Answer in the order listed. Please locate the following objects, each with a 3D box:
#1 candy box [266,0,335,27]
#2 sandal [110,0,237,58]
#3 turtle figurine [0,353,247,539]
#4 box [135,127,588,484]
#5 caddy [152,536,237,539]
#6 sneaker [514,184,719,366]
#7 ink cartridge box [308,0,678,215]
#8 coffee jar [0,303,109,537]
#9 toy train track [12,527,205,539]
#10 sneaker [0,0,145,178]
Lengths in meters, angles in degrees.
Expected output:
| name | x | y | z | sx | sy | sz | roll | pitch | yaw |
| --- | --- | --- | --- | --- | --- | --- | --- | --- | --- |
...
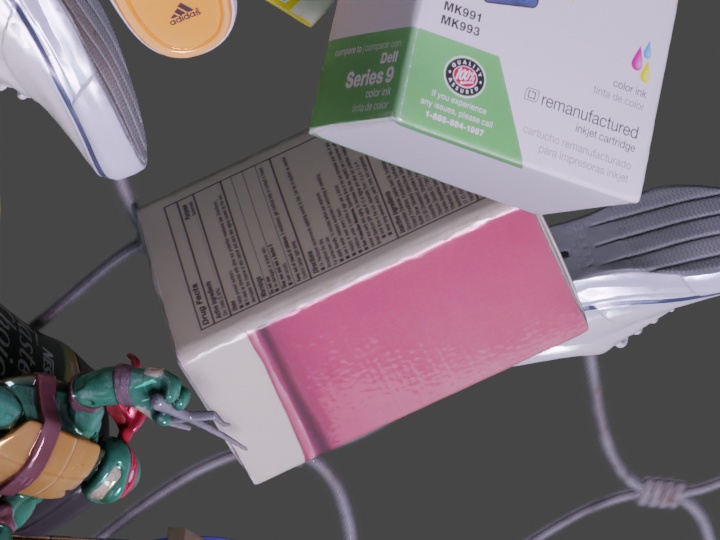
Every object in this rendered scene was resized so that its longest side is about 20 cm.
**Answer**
| name | x | y | z | sx | sy | sz | roll | pitch | yaw |
| --- | --- | --- | --- | --- | --- | --- | --- | --- | --- |
| candy box | -0.067 | -0.202 | 1.440 | 0.200 | 0.026 | 0.102 | 29 | 115 | -34 |
| sandal | -0.108 | -0.166 | 1.403 | 0.079 | 0.059 | 0.207 | -25 | 133 | 8 |
| turtle figurine | -0.163 | 0.095 | 1.472 | 0.199 | 0.101 | 0.150 | 18 | 103 | -38 |
| box | 0.000 | 0.000 | 1.557 | 0.199 | 0.128 | 0.109 | -25 | 132 | 4 |
| caddy | -0.070 | 0.228 | 1.740 | 0.141 | 0.105 | 0.200 | -18 | 136 | 28 |
| sneaker | 0.146 | 0.005 | 1.653 | 0.199 | 0.073 | 0.071 | -10 | 140 | 2 |
| ink cartridge box | 0.074 | -0.143 | 1.422 | 0.145 | 0.087 | 0.201 | 18 | 77 | -29 |
| coffee jar | -0.217 | 0.054 | 1.551 | 0.085 | 0.105 | 0.200 | -32 | 131 | 21 |
| toy train track | -0.183 | 0.142 | 1.616 | 0.199 | 0.115 | 0.033 | 4 | 115 | -3 |
| sneaker | -0.172 | -0.121 | 1.444 | 0.070 | 0.073 | 0.200 | -22 | 122 | 13 |
